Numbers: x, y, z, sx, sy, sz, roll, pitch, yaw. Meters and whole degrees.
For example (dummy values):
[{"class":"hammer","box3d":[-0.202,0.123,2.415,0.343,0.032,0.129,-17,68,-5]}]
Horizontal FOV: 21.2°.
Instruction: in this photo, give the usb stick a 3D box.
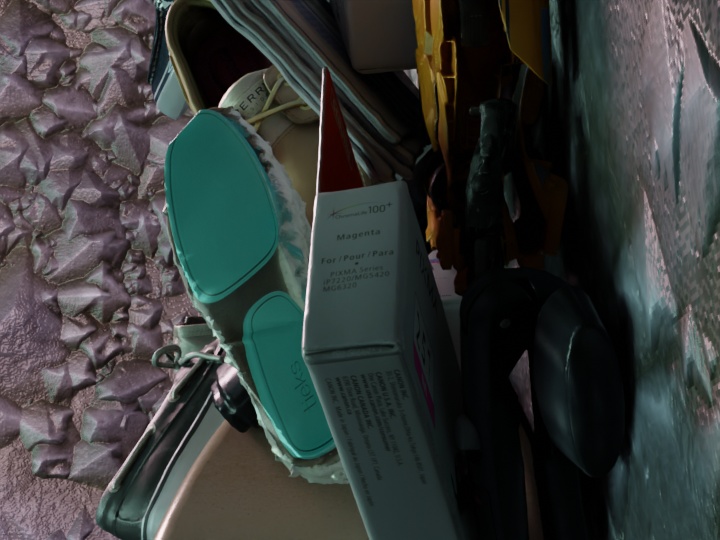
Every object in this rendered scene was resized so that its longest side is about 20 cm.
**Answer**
[{"class":"usb stick","box3d":[0.000,0.000,0.977,0.033,0.200,0.056,42,-174,-24]}]

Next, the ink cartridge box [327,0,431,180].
[{"class":"ink cartridge box","box3d":[-0.013,-0.102,1.177,0.148,0.085,0.200,51,-172,-17]}]

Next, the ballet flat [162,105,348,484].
[{"class":"ballet flat","box3d":[-0.039,0.017,0.915,0.072,0.071,0.201,92,158,-61]}]

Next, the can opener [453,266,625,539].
[{"class":"can opener","box3d":[0.070,0.086,0.797,0.079,0.063,0.201,-102,8,-56]}]

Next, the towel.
[{"class":"towel","box3d":[-0.020,-0.109,0.961,0.147,0.024,0.200,48,-170,-4]}]

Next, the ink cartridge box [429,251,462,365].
[{"class":"ink cartridge box","box3d":[0.028,0.066,1.206,0.200,0.087,0.147,-104,9,-76]}]

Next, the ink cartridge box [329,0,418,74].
[{"class":"ink cartridge box","box3d":[0.022,-0.197,0.977,0.200,0.083,0.146,-106,12,-69]}]

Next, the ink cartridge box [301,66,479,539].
[{"class":"ink cartridge box","box3d":[0.021,0.038,0.835,0.175,0.043,0.201,-86,-16,-45]}]

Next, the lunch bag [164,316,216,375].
[{"class":"lunch bag","box3d":[-0.041,0.108,1.437,0.118,0.198,0.166,-167,71,-85]}]

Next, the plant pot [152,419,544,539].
[{"class":"plant pot","box3d":[0.006,0.160,1.016,0.178,0.198,0.201,-83,-7,-53]}]

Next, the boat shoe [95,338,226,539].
[{"class":"boat shoe","box3d":[-0.081,0.071,1.091,0.200,0.068,0.074,-62,-27,-21]}]

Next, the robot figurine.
[{"class":"robot figurine","box3d":[0.055,-0.087,0.839,0.145,0.058,0.202,-109,15,-75]}]

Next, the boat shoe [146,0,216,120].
[{"class":"boat shoe","box3d":[-0.103,-0.187,1.086,0.071,0.090,0.201,-63,-3,-59]}]

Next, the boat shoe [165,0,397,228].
[{"class":"boat shoe","box3d":[-0.049,-0.075,0.990,0.200,0.074,0.066,48,-178,43]}]
